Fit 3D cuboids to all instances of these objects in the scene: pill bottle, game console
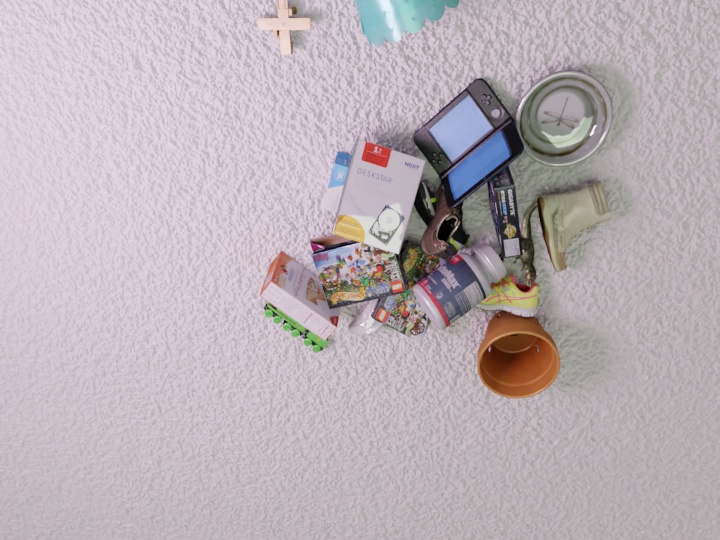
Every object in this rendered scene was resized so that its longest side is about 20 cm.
[{"bbox_3d":[0.228,0.031,1.598,0.198,0.120,0.121,-35,116,-4],"label":"pill bottle"},{"bbox_3d":[0.216,-0.262,1.441,0.199,0.118,0.172,-37,94,25],"label":"game console"}]

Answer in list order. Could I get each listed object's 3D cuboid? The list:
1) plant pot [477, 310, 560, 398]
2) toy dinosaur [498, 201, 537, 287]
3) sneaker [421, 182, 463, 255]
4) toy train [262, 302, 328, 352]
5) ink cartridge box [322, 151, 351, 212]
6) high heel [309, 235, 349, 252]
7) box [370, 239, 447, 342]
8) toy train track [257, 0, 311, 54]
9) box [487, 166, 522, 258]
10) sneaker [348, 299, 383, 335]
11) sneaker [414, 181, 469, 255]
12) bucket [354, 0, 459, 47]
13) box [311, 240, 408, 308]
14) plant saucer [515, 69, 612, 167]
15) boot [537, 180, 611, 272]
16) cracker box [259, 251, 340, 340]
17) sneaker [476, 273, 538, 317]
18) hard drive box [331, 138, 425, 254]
[{"bbox_3d":[0.380,0.188,1.713,0.194,0.141,0.205,3,123,5],"label":"plant pot"},{"bbox_3d":[0.366,-0.058,1.615,0.086,0.048,0.205,-8,115,-6],"label":"toy dinosaur"},{"bbox_3d":[0.198,-0.125,1.515,0.070,0.204,0.075,28,164,-27],"label":"sneaker"},{"bbox_3d":[-0.164,0.138,1.805,0.199,0.042,0.056,39,109,-17],"label":"toy train"},{"bbox_3d":[0.024,-0.175,1.571,0.195,0.067,0.118,16,121,-3],"label":"ink cartridge box"},{"bbox_3d":[-0.023,-0.070,1.643,0.197,0.068,0.096,-20,129,33],"label":"high heel"},{"bbox_3d":[0.126,0.049,1.666,0.134,0.038,0.204,24,94,-11],"label":"box"},{"bbox_3d":[-0.151,-0.537,1.391,0.111,0.033,0.205,5,117,12],"label":"toy train track"},{"bbox_3d":[0.299,-0.147,1.478,0.045,0.202,0.162,-9,120,8],"label":"box"},{"bbox_3d":[0.042,0.082,1.733,0.198,0.078,0.100,-34,107,14],"label":"sneaker"},{"bbox_3d":[0.187,-0.129,1.595,0.082,0.072,0.202,-37,116,-10],"label":"sneaker"},{"bbox_3d":[0.077,-0.519,1.277,0.203,0.209,0.137,-20,116,18],"label":"bucket"},{"bbox_3d":[0.000,0.000,1.609,0.195,0.038,0.140,-13,106,20],"label":"box"},{"bbox_3d":[0.416,-0.318,1.448,0.194,0.051,0.205,3,123,4],"label":"plant saucer"},{"bbox_3d":[0.485,-0.095,1.568,0.151,0.073,0.203,-16,124,9],"label":"boot"},{"bbox_3d":[-0.139,0.060,1.696,0.198,0.135,0.058,36,119,-17],"label":"cracker box"},{"bbox_3d":[0.335,0.046,1.676,0.194,0.079,0.093,9,115,-6],"label":"sneaker"},{"bbox_3d":[0.036,-0.157,1.484,0.152,0.077,0.205,15,98,-4],"label":"hard drive box"}]
